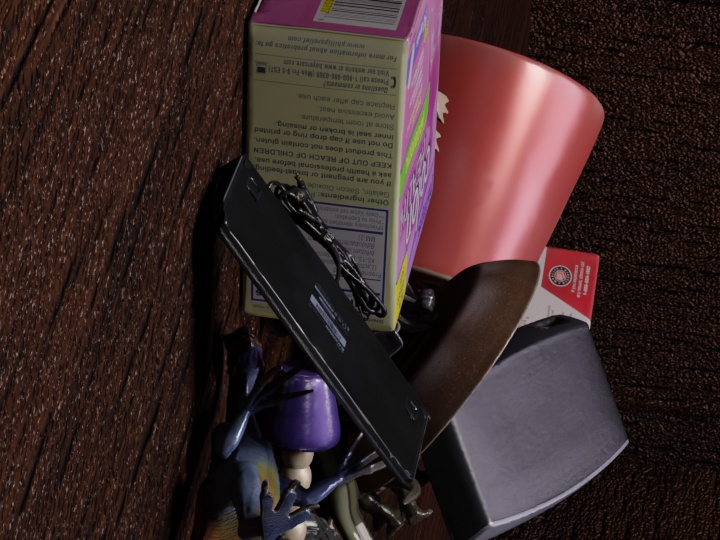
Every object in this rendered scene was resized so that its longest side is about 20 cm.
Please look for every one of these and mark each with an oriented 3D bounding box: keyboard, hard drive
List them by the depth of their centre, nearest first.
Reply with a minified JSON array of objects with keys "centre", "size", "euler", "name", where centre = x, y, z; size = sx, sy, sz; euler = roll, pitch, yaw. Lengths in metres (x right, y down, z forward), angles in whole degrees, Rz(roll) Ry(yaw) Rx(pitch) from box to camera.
[{"centre":[-0.021,0.019,1.438],"size":[0.201,0.021,0.127],"euler":[56,24,-20],"name":"keyboard"},{"centre":[0.124,0.118,1.914],"size":[0.199,0.042,0.136],"euler":[-25,97,-45],"name":"hard drive"}]

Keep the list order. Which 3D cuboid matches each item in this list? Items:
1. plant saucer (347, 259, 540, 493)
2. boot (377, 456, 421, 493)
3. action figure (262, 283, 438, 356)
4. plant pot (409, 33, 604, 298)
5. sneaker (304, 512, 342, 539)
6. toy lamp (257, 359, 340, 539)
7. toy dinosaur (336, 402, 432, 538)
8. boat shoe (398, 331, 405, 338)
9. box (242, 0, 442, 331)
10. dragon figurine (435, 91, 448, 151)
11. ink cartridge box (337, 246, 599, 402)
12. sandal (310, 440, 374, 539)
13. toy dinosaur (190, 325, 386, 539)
[{"centre":[0.049,0.064,1.754],"size":[0.201,0.037,0.200],"euler":[-52,-172,11],"name":"plant saucer"},{"centre":[0.043,0.097,1.994],"size":[0.075,0.074,0.201],"euler":[-9,138,-56],"name":"boot"},{"centre":[0.000,0.000,1.702],"size":[0.130,0.069,0.200],"euler":[48,24,-12],"name":"action figure"},{"centre":[0.077,-0.068,1.985],"size":[0.200,0.199,0.179],"euler":[68,38,-76],"name":"plant pot"},{"centre":[-0.046,0.268,1.769],"size":[0.074,0.079,0.202],"euler":[3,80,-40],"name":"sneaker"},{"centre":[-0.046,0.158,1.666],"size":[0.058,0.058,0.202],"euler":[-60,157,-73],"name":"toy lamp"},{"centre":[0.003,0.143,1.876],"size":[0.077,0.102,0.200],"euler":[-42,-170,12],"name":"toy dinosaur"},{"centre":[0.000,0.043,1.860],"size":[0.072,0.072,0.200],"euler":[-43,149,3],"name":"boat shoe"},{"centre":[-0.008,-0.096,1.556],"size":[0.176,0.096,0.201],"euler":[-73,168,-58],"name":"box"},{"centre":[-0.004,-0.121,1.720],"size":[0.200,0.099,0.059],"euler":[56,39,-50],"name":"dragon figurine"},{"centre":[0.087,0.049,2.078],"size":[0.084,0.198,0.145],"euler":[95,6,-48],"name":"ink cartridge box"},{"centre":[-0.030,0.186,1.834],"size":[0.080,0.057,0.202],"euler":[35,-34,55],"name":"sandal"},{"centre":[-0.073,0.108,1.421],"size":[0.181,0.199,0.106],"euler":[44,-23,57],"name":"toy dinosaur"}]
